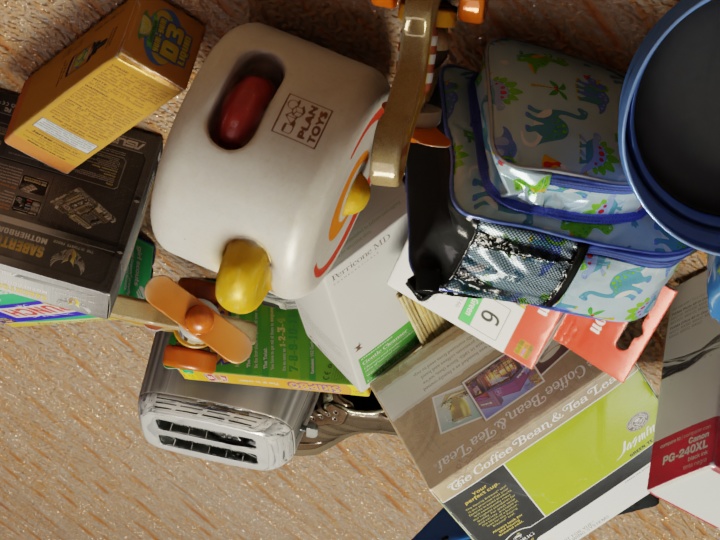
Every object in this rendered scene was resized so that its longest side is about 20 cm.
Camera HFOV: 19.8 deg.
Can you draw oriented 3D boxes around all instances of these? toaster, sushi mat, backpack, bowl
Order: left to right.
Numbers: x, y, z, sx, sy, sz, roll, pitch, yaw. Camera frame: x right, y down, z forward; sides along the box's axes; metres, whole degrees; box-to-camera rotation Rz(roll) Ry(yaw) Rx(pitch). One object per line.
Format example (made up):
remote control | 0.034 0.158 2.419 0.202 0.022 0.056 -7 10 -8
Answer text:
toaster | -0.130 0.105 1.958 0.200 0.129 0.114 12 151 5
sushi mat | 0.086 0.031 1.756 0.012 0.096 0.200 44 171 29
backpack | 0.144 -0.060 1.476 0.200 0.183 0.147 15 132 -17
bowl | 0.266 -0.106 1.367 0.200 0.039 0.201 -3 116 -7

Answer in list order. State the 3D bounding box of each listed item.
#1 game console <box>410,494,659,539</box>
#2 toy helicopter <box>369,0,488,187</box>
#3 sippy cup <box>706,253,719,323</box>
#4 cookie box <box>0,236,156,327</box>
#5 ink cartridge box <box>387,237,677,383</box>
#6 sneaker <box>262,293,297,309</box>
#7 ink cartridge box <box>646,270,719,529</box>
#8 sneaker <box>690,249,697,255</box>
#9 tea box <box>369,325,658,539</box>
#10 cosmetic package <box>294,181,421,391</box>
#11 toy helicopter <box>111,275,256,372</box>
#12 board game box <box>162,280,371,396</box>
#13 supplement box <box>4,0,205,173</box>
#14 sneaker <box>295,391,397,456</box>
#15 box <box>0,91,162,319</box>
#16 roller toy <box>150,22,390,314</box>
game console | 0.174 0.257 2.097 0.171 0.119 0.200 32 148 -28
toy helicopter | 0.033 -0.122 1.392 0.079 0.200 0.132 11 135 6
sippy cup | 0.312 -0.020 1.516 0.139 0.131 0.178 -5 146 31
cookie box | -0.310 -0.014 1.845 0.171 0.075 0.200 -6 160 33
ink cartridge box | 0.130 0.012 1.590 0.200 0.050 0.109 31 129 9
sneaker | -0.094 -0.019 1.772 0.087 0.074 0.200 -10 148 29
ink cartridge box | 0.322 0.110 1.675 0.145 0.200 0.083 27 146 -22
sneaker | 0.182 -0.038 1.629 0.200 0.076 0.079 6 167 26
tea box | 0.150 0.130 1.768 0.200 0.134 0.197 -34 140 3
cosmetic package | 0.000 0.000 1.706 0.085 0.108 0.200 46 167 28
toy helicopter | -0.178 0.039 1.774 0.200 0.079 0.132 14 177 -33
board game box | -0.077 0.060 1.885 0.200 0.096 0.030 6 151 17
supplement box | -0.202 -0.144 1.609 0.069 0.067 0.200 28 150 -23
sneaker | -0.023 0.128 2.017 0.200 0.071 0.076 -12 142 25
box | -0.278 -0.062 1.697 0.200 0.159 0.048 15 152 -2
roller toy | -0.059 -0.077 1.515 0.140 0.200 0.183 22 114 8
